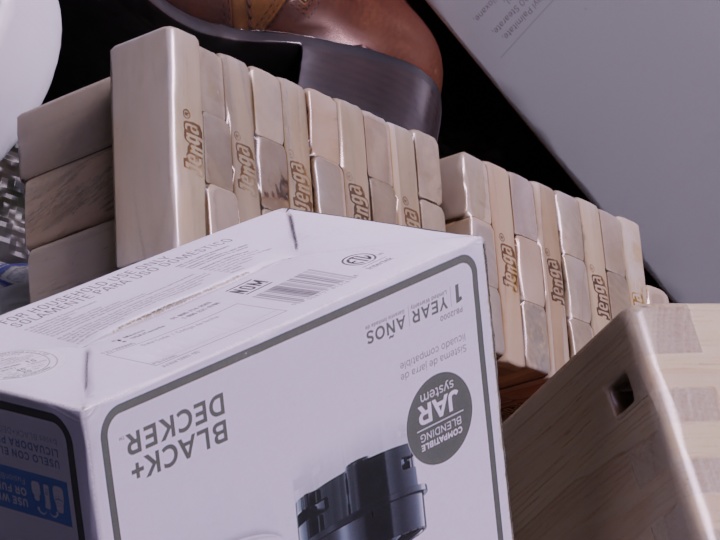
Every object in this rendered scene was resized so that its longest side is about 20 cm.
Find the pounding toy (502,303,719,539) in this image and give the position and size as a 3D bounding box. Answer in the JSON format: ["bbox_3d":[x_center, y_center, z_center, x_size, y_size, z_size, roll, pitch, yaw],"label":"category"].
[{"bbox_3d":[0.109,0.077,0.715,0.200,0.184,0.142,0,61,-30],"label":"pounding toy"}]

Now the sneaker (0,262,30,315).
[{"bbox_3d":[-0.115,0.011,0.714,0.200,0.075,0.088,3,42,-33],"label":"sneaker"}]

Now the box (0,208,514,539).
[{"bbox_3d":[-0.023,0.099,0.589,0.060,0.200,0.117,9,23,42],"label":"box"}]

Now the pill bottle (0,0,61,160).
[{"bbox_3d":[-0.163,-0.100,0.699,0.200,0.113,0.113,48,19,-48],"label":"pill bottle"}]

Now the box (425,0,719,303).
[{"bbox_3d":[0.104,-0.089,0.890,0.200,0.097,0.124,52,30,15],"label":"box"}]

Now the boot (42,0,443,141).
[{"bbox_3d":[-0.053,-0.122,0.890,0.188,0.069,0.200,18,41,-13],"label":"boot"}]

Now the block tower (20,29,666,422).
[{"bbox_3d":[0.000,0.000,0.703,0.200,0.058,0.054,21,57,-50],"label":"block tower"}]
